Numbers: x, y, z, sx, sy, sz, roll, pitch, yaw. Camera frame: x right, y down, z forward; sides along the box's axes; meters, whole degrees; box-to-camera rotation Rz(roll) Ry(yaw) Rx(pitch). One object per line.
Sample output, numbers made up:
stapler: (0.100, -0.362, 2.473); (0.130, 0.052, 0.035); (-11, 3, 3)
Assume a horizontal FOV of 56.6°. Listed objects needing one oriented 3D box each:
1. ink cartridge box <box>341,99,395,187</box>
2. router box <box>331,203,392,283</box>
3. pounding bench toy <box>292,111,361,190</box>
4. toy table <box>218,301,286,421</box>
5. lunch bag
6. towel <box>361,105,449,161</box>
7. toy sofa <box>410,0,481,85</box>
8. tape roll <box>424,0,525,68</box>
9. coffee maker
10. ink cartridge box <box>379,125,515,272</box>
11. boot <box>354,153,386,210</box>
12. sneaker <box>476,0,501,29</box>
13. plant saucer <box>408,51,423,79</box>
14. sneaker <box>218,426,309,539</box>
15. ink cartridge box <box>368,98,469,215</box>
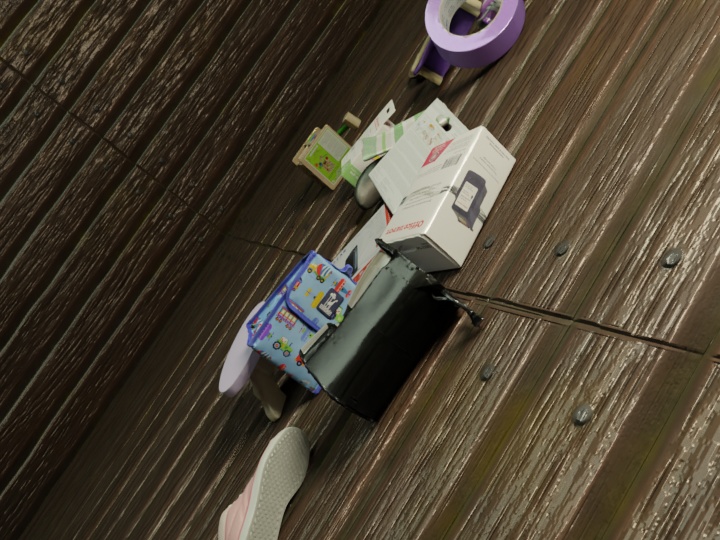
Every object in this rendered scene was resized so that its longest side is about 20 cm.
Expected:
ink cartridge box: (0.038, -0.303, 1.618); (0.201, 0.067, 0.118); (-48, 19, 20)
router box: (0.000, 0.000, 1.216); (0.200, 0.048, 0.181); (-47, 20, 21)
pounding bench toy: (-0.083, -0.352, 1.905); (0.202, 0.123, 0.156); (-54, 18, -2)
toy table: (-0.173, 0.169, 1.240); (0.182, 0.116, 0.204); (-31, 29, 47)
lunch bag: (-0.075, 0.073, 1.115); (0.202, 0.149, 0.094); (-51, 19, 6)
towel: (0.094, -0.290, 1.391); (0.195, 0.024, 0.153); (-22, 22, 9)
toy sofa: (0.194, -0.529, 1.531); (0.202, 0.081, 0.099); (-59, 8, 44)
tape roll: (0.231, -0.519, 1.356); (0.194, 0.065, 0.207); (-8, 72, 26)
coffee maker: (0.027, 0.086, 0.875); (0.202, 0.133, 0.192); (-54, 20, 0)
ink cartridge box: (0.130, -0.102, 1.026); (0.203, 0.084, 0.144); (-59, 20, -19)
boot: (0.070, -0.206, 1.374); (0.201, 0.067, 0.130); (-50, 20, -1)
sneaker: (0.316, -0.585, 1.444); (0.117, 0.071, 0.200); (-63, 10, -16)
plant saucer: (0.202, -0.584, 1.767); (0.200, 0.029, 0.202); (-47, 19, 21)
sneaker: (-0.147, 0.325, 0.968); (0.103, 0.075, 0.205); (-20, 42, 49)
ink cartridge box: (0.114, -0.204, 1.247); (0.200, 0.050, 0.164); (-44, 37, 13)
